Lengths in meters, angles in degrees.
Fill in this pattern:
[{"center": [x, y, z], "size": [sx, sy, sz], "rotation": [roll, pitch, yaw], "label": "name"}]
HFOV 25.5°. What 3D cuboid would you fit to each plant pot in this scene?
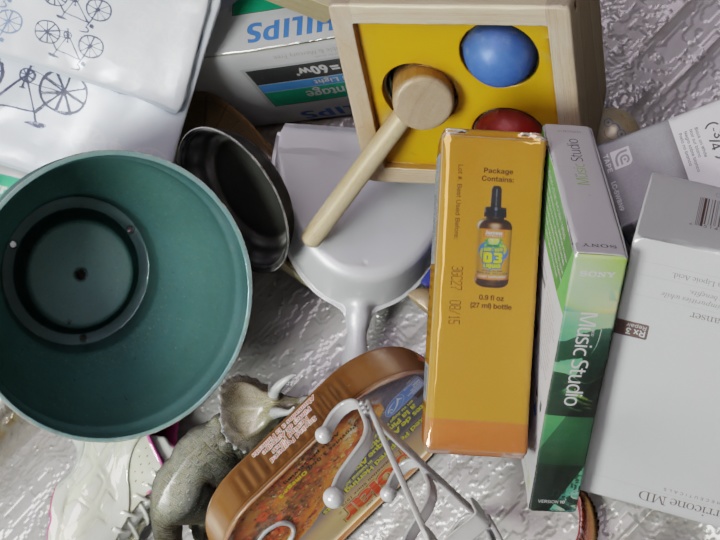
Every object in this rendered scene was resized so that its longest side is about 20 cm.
[{"center": [-0.192, 0.010, 1.138], "size": [0.201, 0.200, 0.134], "rotation": [-58, 23, -5], "label": "plant pot"}]

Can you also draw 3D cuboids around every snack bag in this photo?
[{"center": [-0.213, -0.144, 1.151], "size": [0.187, 0.021, 0.201], "rotation": [17, 121, -5], "label": "snack bag"}]

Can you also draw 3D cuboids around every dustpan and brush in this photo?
[{"center": [0.000, 0.000, 1.149], "size": [0.138, 0.057, 0.201], "rotation": [4, 67, -4], "label": "dustpan and brush"}]

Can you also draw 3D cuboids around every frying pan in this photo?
[{"center": [-0.084, -0.022, 1.151], "size": [0.115, 0.191, 0.031], "rotation": [28, 49, 35], "label": "frying pan"}]

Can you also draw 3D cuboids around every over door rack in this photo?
[{"center": [0.053, 0.169, 0.975], "size": [0.067, 0.148, 0.200], "rotation": [-48, 27, -3], "label": "over door rack"}]

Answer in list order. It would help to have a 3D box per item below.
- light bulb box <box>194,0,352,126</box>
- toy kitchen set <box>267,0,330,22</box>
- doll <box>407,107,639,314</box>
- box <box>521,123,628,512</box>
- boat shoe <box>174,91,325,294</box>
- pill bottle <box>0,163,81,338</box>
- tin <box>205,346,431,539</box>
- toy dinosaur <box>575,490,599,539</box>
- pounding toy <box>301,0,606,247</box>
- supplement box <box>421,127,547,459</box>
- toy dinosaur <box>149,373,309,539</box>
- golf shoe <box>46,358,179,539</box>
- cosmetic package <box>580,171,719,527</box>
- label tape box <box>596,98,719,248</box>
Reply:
[{"center": [-0.061, -0.230, 1.232], "size": [0.197, 0.125, 0.201], "rotation": [-5, 69, 21], "label": "light bulb box"}, {"center": [-0.104, -0.280, 1.157], "size": [0.199, 0.180, 0.164], "rotation": [19, 81, -13], "label": "toy kitchen set"}, {"center": [0.129, -0.032, 1.127], "size": [0.136, 0.048, 0.200], "rotation": [39, 87, 19], "label": "doll"}, {"center": [0.126, 0.030, 1.001], "size": [0.036, 0.201, 0.145], "rotation": [1, 36, -3], "label": "box"}, {"center": [-0.072, -0.050, 1.208], "size": [0.200, 0.065, 0.072], "rotation": [43, 66, 11], "label": "boat shoe"}, {"center": [-0.272, -0.022, 1.251], "size": [0.112, 0.113, 0.201], "rotation": [7, 75, 24], "label": "pill bottle"}, {"center": [-0.021, 0.135, 1.095], "size": [0.200, 0.112, 0.042], "rotation": [-44, 47, 2], "label": "tin"}, {"center": [0.110, 0.271, 1.034], "size": [0.181, 0.105, 0.200], "rotation": [-36, 28, 17], "label": "toy dinosaur"}, {"center": [0.054, -0.123, 1.068], "size": [0.199, 0.185, 0.143], "rotation": [3, 48, 16], "label": "pounding toy"}, {"center": [0.076, 0.014, 1.000], "size": [0.066, 0.069, 0.202], "rotation": [4, 92, 0], "label": "supplement box"}, {"center": [-0.110, 0.143, 1.133], "size": [0.200, 0.102, 0.077], "rotation": [-44, 61, 2], "label": "toy dinosaur"}, {"center": [-0.177, 0.162, 1.171], "size": [0.091, 0.075, 0.201], "rotation": [1, 73, 19], "label": "golf shoe"}, {"center": [0.206, 0.052, 0.971], "size": [0.112, 0.201, 0.081], "rotation": [12, 35, 12], "label": "cosmetic package"}, {"center": [0.266, -0.062, 1.026], "size": [0.199, 0.144, 0.064], "rotation": [-21, 64, 14], "label": "label tape box"}]
